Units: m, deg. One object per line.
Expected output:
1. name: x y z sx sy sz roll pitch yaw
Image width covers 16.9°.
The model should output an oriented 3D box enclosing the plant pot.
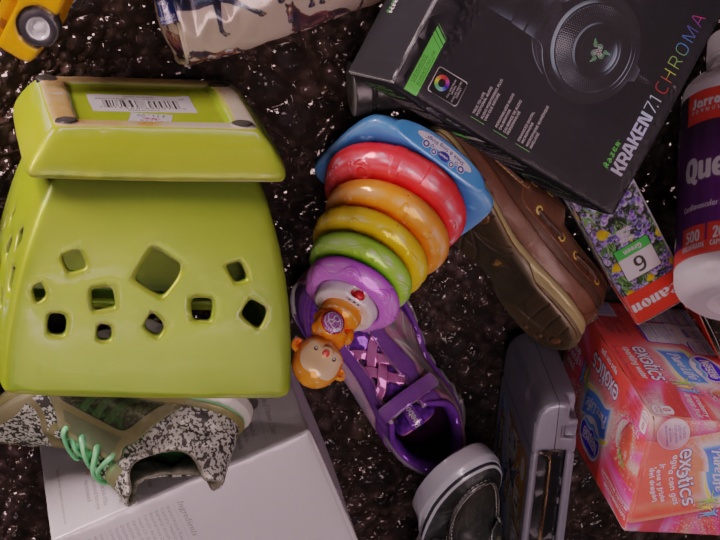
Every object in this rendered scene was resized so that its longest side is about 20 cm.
1. plant pot: -0.151 -0.030 1.654 0.199 0.199 0.183 0 108 -11

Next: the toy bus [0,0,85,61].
1. toy bus: -0.196 -0.236 1.590 0.078 0.065 0.200 31 125 -5

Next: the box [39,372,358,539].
1. box: -0.121 0.161 1.769 0.199 0.152 0.107 -22 117 0

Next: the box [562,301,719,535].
1. box: 0.222 0.106 1.787 0.102 0.200 0.095 4 113 -15

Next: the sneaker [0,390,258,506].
1. sneaker: -0.172 0.118 1.677 0.199 0.089 0.077 -4 147 17

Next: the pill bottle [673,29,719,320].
1. pill bottle: 0.281 -0.070 1.722 0.112 0.112 0.201 10 70 -16

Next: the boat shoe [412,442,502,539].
1. boat shoe: 0.082 0.205 1.835 0.072 0.071 0.201 -24 149 -19

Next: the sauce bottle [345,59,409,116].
1. sauce bottle: 0.090 -0.138 1.722 0.199 0.066 0.066 -7 116 -7

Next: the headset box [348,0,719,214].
1. headset box: 0.113 -0.163 1.607 0.199 0.093 0.175 30 88 -21

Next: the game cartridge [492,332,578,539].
1. game cartridge: 0.128 0.157 1.829 0.041 0.133 0.201 -1 115 -12

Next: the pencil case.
1. pencil case: -0.046 -0.208 1.652 0.199 0.078 0.090 -19 131 -2

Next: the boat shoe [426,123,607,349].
1. boat shoe: 0.112 -0.036 1.779 0.068 0.072 0.200 -46 110 -27

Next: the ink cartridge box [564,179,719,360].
1. ink cartridge box: 0.194 -0.019 1.773 0.050 0.109 0.201 -29 117 3

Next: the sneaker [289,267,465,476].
1. sneaker: 0.022 0.077 1.796 0.080 0.089 0.201 -32 116 6

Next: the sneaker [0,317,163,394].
1. sneaker: -0.186 0.075 1.769 0.199 0.085 0.073 3 123 11

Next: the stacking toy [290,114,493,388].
1. stacking toy: 0.000 0.000 1.682 0.116 0.201 0.110 36 145 -13
